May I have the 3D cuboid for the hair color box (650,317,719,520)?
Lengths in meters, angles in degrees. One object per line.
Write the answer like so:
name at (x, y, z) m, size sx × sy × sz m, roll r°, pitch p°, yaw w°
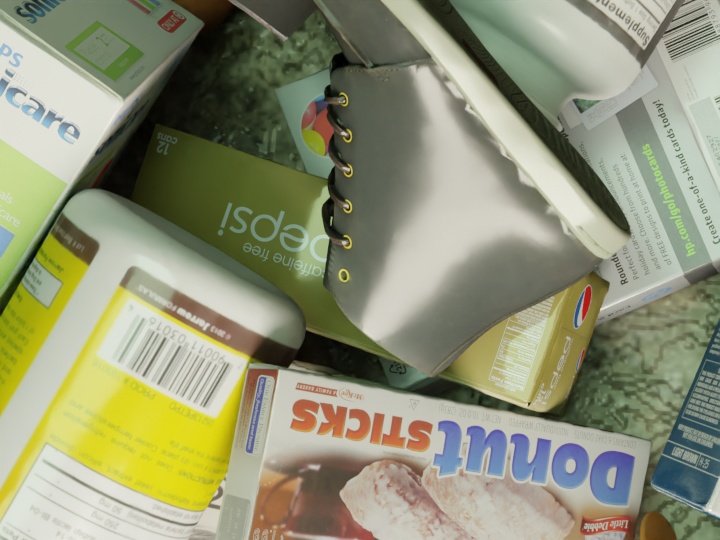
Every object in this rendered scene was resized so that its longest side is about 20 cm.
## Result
hair color box at (0.208, 0.020, 0.883) m, size 0.100 × 0.061 × 0.200 m, roll 25°, pitch 89°, yaw -17°

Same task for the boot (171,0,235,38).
boot at (0.007, -0.167, 0.988) m, size 0.155 × 0.077 × 0.200 m, roll 30°, pitch 83°, yaw 13°

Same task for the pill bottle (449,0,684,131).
pill bottle at (0.088, -0.141, 0.893) m, size 0.111 × 0.111 × 0.200 m, roll 33°, pitch 91°, yaw 17°

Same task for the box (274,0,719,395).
box at (0.081, -0.050, 0.959) m, size 0.200 × 0.041 × 0.156 m, roll -24°, pitch 76°, yaw 10°

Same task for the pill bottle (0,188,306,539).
pill bottle at (-0.113, 0.077, 0.850) m, size 0.109 × 0.109 × 0.200 m, roll 31°, pitch 92°, yaw 17°

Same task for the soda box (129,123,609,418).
soda box at (0.000, 0.000, 0.917) m, size 0.200 × 0.068 × 0.064 m, roll 20°, pitch 89°, yaw 20°

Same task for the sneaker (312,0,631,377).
sneaker at (0.001, -0.054, 0.819) m, size 0.106 × 0.075 × 0.200 m, roll -39°, pitch 98°, yaw 13°

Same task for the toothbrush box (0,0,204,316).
toothbrush box at (-0.165, -0.034, 0.917) m, size 0.086 × 0.146 × 0.200 m, roll 33°, pitch 110°, yaw -3°

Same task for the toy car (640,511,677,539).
toy car at (0.150, 0.182, 0.849) m, size 0.184 × 0.177 × 0.200 m, roll -40°, pitch 61°, yaw 18°

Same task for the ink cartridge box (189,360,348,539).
ink cartridge box at (-0.094, 0.129, 0.952) m, size 0.145 × 0.085 × 0.201 m, roll 9°, pitch 82°, yaw 22°

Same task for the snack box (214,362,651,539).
snack box at (0.034, 0.088, 0.860) m, size 0.024 × 0.200 × 0.072 m, roll 5°, pitch 84°, yaw 52°

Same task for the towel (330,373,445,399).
towel at (0.031, 0.155, 0.919) m, size 0.146 × 0.022 × 0.201 m, roll 14°, pitch 86°, yaw -14°

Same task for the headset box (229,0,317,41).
headset box at (-0.034, -0.206, 0.893) m, size 0.149 × 0.077 × 0.200 m, roll -45°, pitch 52°, yaw 12°
